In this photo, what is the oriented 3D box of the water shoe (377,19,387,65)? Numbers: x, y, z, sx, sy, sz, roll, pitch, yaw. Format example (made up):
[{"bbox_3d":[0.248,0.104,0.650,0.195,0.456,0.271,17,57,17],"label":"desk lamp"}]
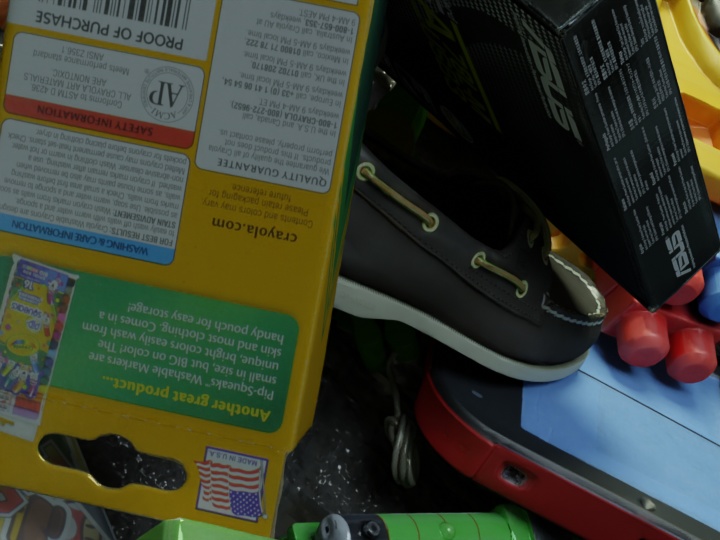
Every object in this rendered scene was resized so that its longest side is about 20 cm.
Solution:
[{"bbox_3d":[-0.061,-0.140,0.770,0.199,0.079,0.072,34,50,-18],"label":"water shoe"}]

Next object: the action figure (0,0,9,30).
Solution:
[{"bbox_3d":[-0.083,-0.085,0.855,0.195,0.104,0.200,63,31,-16],"label":"action figure"}]

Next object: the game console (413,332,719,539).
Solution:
[{"bbox_3d":[0.118,0.065,0.901,0.199,0.031,0.177,29,29,-7],"label":"game console"}]

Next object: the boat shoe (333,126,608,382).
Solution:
[{"bbox_3d":[0.040,-0.008,0.827,0.200,0.061,0.072,19,29,-45],"label":"boat shoe"}]

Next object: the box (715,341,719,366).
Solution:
[{"bbox_3d":[0.266,0.023,1.086,0.159,0.046,0.200,47,44,-3],"label":"box"}]

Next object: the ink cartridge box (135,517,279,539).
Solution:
[{"bbox_3d":[-0.025,0.203,0.707,0.144,0.084,0.202,17,59,-27],"label":"ink cartridge box"}]

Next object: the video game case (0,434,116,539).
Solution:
[{"bbox_3d":[-0.197,0.050,0.732,0.199,0.023,0.183,-11,69,-41],"label":"video game case"}]

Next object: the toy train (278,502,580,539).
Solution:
[{"bbox_3d":[0.052,0.116,0.855,0.199,0.056,0.042,3,60,-37],"label":"toy train"}]

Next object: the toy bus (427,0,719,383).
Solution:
[{"bbox_3d":[0.115,-0.050,0.954,0.199,0.136,0.193,22,49,-24],"label":"toy bus"}]

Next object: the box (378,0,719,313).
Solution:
[{"bbox_3d":[0.048,-0.098,0.801,0.047,0.200,0.193,-39,58,-6],"label":"box"}]

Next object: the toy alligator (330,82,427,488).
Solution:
[{"bbox_3d":[0.000,0.000,0.900,0.054,0.059,0.202,-4,61,12],"label":"toy alligator"}]

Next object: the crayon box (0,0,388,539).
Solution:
[{"bbox_3d":[-0.069,-0.018,0.734,0.125,0.202,0.052,11,8,6],"label":"crayon box"}]
